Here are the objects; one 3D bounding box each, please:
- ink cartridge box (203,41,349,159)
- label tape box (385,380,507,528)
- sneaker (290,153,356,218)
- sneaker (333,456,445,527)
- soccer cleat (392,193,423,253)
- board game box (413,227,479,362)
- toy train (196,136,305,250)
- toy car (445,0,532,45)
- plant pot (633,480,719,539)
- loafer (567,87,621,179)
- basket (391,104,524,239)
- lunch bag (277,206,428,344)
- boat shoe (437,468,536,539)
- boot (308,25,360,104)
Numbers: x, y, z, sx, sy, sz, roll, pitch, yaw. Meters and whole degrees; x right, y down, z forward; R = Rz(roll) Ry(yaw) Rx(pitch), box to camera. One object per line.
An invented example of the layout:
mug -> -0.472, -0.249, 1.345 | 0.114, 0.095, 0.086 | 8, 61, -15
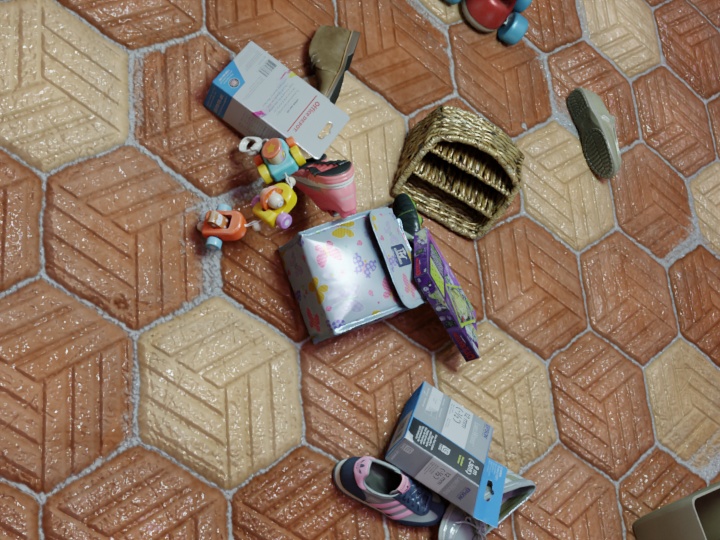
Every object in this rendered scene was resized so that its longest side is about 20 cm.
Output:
ink cartridge box -> -0.131, -0.252, 1.478 | 0.200, 0.068, 0.115 | 37, 57, -4
label tape box -> 0.150, 0.280, 1.436 | 0.200, 0.066, 0.143 | 32, 33, -2
sneaker -> -0.061, -0.124, 1.440 | 0.074, 0.200, 0.087 | -22, 110, -17
sneaker -> 0.059, 0.333, 1.401 | 0.200, 0.082, 0.070 | 25, 61, -24
soccer cleat -> 0.062, -0.036, 1.551 | 0.081, 0.068, 0.201 | 2, 72, -19
board game box -> 0.140, 0.040, 1.520 | 0.200, 0.032, 0.120 | 57, 26, -32
toy train -> -0.163, -0.126, 1.377 | 0.056, 0.150, 0.201 | 56, 45, -57
toy car -> 0.292, -0.573, 1.809 | 0.184, 0.200, 0.177 | 29, 59, -22
plant pot -> 0.603, 0.480, 1.645 | 0.199, 0.177, 0.201 | -9, 78, -36
loafer -> 0.490, -0.284, 1.913 | 0.068, 0.076, 0.201 | -12, 79, -30
basket -> 0.179, -0.170, 1.625 | 0.200, 0.143, 0.149 | 29, 59, -21
lunch bag -> 0.000, 0.000, 1.447 | 0.200, 0.127, 0.170 | -17, 84, -29
boat shoe -> 0.196, 0.380, 1.473 | 0.202, 0.065, 0.075 | -26, 115, -41
boot -> -0.061, -0.335, 1.586 | 0.075, 0.074, 0.200 | 19, 58, -5
